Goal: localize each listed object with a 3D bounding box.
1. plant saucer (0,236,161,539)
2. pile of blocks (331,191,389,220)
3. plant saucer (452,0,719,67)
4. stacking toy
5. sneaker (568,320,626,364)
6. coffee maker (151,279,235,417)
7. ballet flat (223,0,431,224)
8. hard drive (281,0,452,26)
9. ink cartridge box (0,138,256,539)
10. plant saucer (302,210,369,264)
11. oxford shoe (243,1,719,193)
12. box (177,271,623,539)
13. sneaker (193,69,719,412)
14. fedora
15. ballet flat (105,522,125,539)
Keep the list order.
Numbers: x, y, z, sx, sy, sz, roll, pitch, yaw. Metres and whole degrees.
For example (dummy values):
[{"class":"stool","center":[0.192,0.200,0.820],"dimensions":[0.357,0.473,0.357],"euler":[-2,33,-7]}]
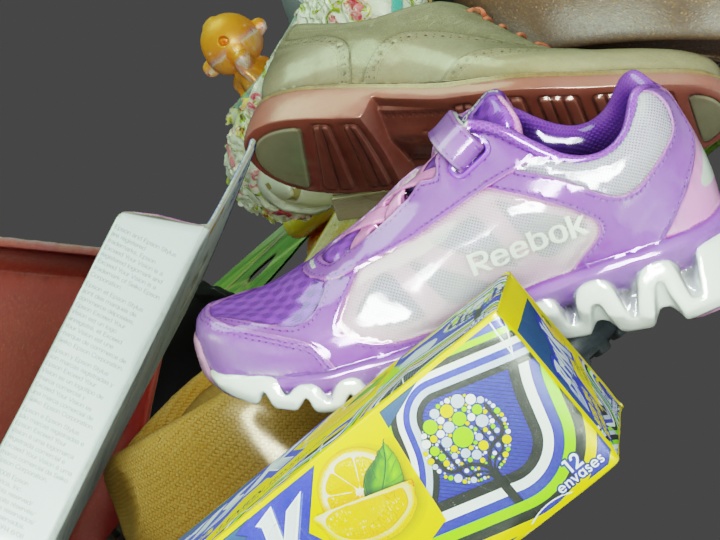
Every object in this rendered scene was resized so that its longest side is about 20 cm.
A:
[{"class":"plant saucer","center":[-0.163,0.083,1.302],"dimensions":[0.200,0.036,0.201],"euler":[6,-83,-64]},{"class":"pile of blocks","center":[0.065,-0.062,1.246],"dimensions":[0.199,0.063,0.082],"euler":[6,32,40]},{"class":"plant saucer","center":[0.135,-0.103,1.229],"dimensions":[0.199,0.037,0.200],"euler":[1,-6,0]},{"class":"stacking toy","center":[-0.021,-0.063,1.626],"dimensions":[0.116,0.200,0.110],"euler":[-40,5,15]},{"class":"sneaker","center":[0.036,0.030,1.083],"dimensions":[0.081,0.075,0.200],"euler":[-35,8,45]},{"class":"coffee maker","center":[-0.128,0.078,1.592],"dimensions":[0.192,0.135,0.200],"euler":[-38,6,19]},{"class":"ballet flat","center":[-0.019,-0.071,1.366],"dimensions":[0.200,0.075,0.064],"euler":[114,154,-51]},{"class":"hard drive","center":[0.051,-0.095,1.468],"dimensions":[0.134,0.200,0.042],"euler":[-27,43,1]},{"class":"ink cartridge box","center":[-0.115,0.056,1.203],"dimensions":[0.197,0.043,0.201],"euler":[119,176,-66]},{"class":"plant saucer","center":[0.000,0.000,1.399],"dimensions":[0.200,0.048,0.200],"euler":[-58,0,34]},{"class":"oxford shoe","center":[0.052,-0.080,1.160],"dimensions":[0.198,0.071,0.075],"euler":[0,57,15]},{"class":"box","center":[-0.010,0.091,0.951],"dimensions":[0.200,0.064,0.070],"euler":[-40,4,12]},{"class":"sneaker","center":[0.034,-0.014,1.000],"dimensions":[0.199,0.089,0.081],"euler":[-16,19,3]},{"class":"fedora","center":[-0.046,0.081,1.205],"dimensions":[0.200,0.082,0.201],"euler":[-40,4,3]},{"class":"ballet flat","center":[-0.122,0.169,1.292],"dimensions":[0.067,0.046,0.200],"euler":[-52,1,35]}]
